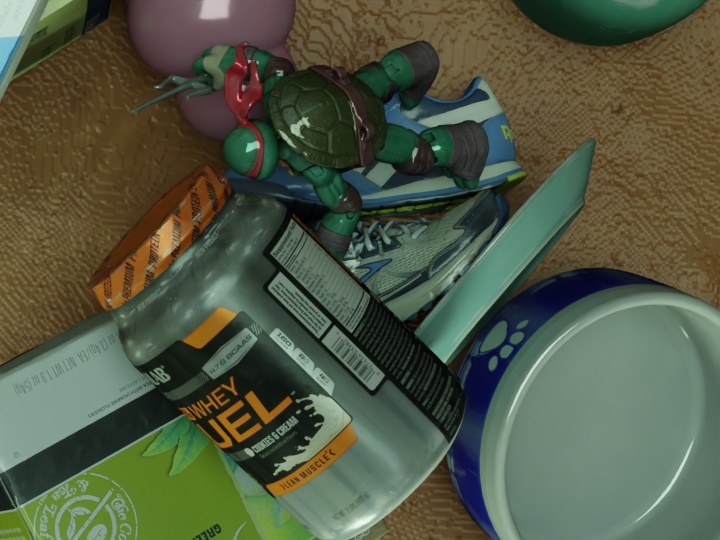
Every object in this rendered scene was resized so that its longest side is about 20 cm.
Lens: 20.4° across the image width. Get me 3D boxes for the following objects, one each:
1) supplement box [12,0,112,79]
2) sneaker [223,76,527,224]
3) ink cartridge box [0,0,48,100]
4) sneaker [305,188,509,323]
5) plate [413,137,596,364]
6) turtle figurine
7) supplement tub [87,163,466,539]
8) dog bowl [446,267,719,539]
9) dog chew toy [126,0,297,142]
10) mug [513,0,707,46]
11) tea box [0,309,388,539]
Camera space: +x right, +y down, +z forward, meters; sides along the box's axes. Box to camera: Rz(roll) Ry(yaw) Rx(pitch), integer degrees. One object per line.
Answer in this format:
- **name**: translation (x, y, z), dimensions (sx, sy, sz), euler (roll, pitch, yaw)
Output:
- **supplement box**: translation (-0.262, -0.163, 1.170), dimensions (0.199, 0.200, 0.135), euler (-33, 95, -7)
- **sneaker**: translation (0.004, -0.076, 1.280), dimensions (0.199, 0.074, 0.083), euler (-8, 85, -14)
- **ink cartridge box**: translation (-0.266, -0.157, 1.033), dimensions (0.199, 0.068, 0.116), euler (25, 86, -8)
- **sneaker**: translation (0.000, 0.000, 1.245), dimensions (0.200, 0.077, 0.085), euler (-34, 93, 16)
- **plate**: translation (0.085, 0.002, 1.224), dimensions (0.026, 0.200, 0.200), euler (41, 83, 7)
- **turtle figurine**: translation (-0.024, -0.075, 1.168), dimensions (0.199, 0.101, 0.150), euler (-15, 85, -36)
- **supplement tub**: translation (-0.047, 0.043, 1.107), dimensions (0.200, 0.123, 0.123), euler (44, 83, -11)
- **dog bowl**: translation (0.157, 0.102, 1.264), dimensions (0.199, 0.079, 0.201), euler (-6, 106, -23)
- **dog chew toy**: translation (-0.096, -0.172, 1.243), dimensions (0.124, 0.125, 0.201), euler (-21, 101, -9)
- **mug**: translation (0.153, -0.232, 1.281), dimensions (0.184, 0.114, 0.153), euler (20, 86, -9)
- **tea box**: translation (-0.127, 0.121, 1.198), dimensions (0.200, 0.134, 0.197), euler (-30, 96, -26)
